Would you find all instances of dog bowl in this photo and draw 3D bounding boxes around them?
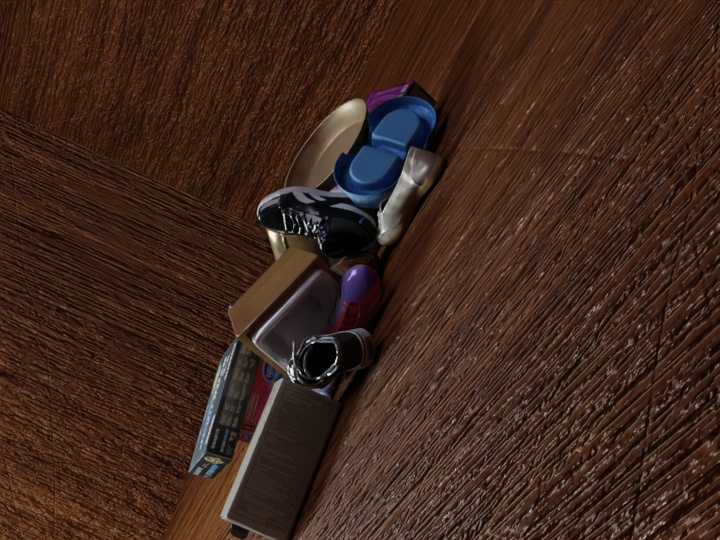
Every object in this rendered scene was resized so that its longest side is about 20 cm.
[{"bbox_3d":[0.042,-0.177,1.689,0.200,0.111,0.050,-56,-31,-24],"label":"dog bowl"}]

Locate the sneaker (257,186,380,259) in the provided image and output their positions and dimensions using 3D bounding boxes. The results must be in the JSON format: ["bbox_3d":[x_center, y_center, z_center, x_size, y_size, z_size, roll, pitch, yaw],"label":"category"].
[{"bbox_3d":[-0.073,-0.070,1.694,0.112,0.199,0.073,-75,-21,-49],"label":"sneaker"}]

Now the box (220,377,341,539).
[{"bbox_3d":[-0.108,0.257,1.501,0.201,0.095,0.078,-67,8,-16],"label":"box"}]

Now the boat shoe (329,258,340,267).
[{"bbox_3d":[-0.013,-0.093,1.863,0.200,0.071,0.070,-62,2,-23],"label":"boat shoe"}]

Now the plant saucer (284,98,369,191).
[{"bbox_3d":[-0.046,-0.188,1.796,0.200,0.035,0.201,-41,27,26],"label":"plant saucer"}]

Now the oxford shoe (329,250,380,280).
[{"bbox_3d":[0.000,0.000,1.661,0.071,0.071,0.200,-42,13,0],"label":"oxford shoe"}]

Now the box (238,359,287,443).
[{"bbox_3d":[-0.132,0.183,1.800,0.096,0.099,0.201,126,160,-59],"label":"box"}]

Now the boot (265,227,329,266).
[{"bbox_3d":[-0.126,0.005,1.838,0.066,0.174,0.201,-80,-16,-50],"label":"boot"}]

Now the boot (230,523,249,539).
[{"bbox_3d":[-0.149,0.320,1.683,0.200,0.070,0.147,-53,13,57],"label":"boot"}]

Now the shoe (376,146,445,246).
[{"bbox_3d":[0.060,-0.108,1.609,0.200,0.053,0.070,123,169,-49],"label":"shoe"}]

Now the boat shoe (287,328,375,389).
[{"bbox_3d":[-0.059,0.122,1.478,0.199,0.068,0.074,-15,83,57],"label":"boat shoe"}]

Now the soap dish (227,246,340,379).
[{"bbox_3d":[-0.093,0.062,1.591,0.157,0.081,0.200,-46,-28,-4],"label":"soap dish"}]

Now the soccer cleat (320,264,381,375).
[{"bbox_3d":[-0.023,0.081,1.542,0.200,0.067,0.077,-66,-5,37],"label":"soccer cleat"}]

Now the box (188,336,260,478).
[{"bbox_3d":[-0.212,0.216,1.747,0.159,0.046,0.201,132,155,-63],"label":"box"}]

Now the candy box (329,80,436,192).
[{"bbox_3d":[0.024,-0.208,1.818,0.136,0.061,0.200,-1,55,59],"label":"candy box"}]

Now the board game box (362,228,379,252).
[{"bbox_3d":[0.047,-0.110,1.821,0.105,0.023,0.200,-77,13,-65],"label":"board game box"}]

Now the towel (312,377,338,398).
[{"bbox_3d":[-0.049,0.142,1.707,0.147,0.024,0.201,-54,14,54],"label":"towel"}]
